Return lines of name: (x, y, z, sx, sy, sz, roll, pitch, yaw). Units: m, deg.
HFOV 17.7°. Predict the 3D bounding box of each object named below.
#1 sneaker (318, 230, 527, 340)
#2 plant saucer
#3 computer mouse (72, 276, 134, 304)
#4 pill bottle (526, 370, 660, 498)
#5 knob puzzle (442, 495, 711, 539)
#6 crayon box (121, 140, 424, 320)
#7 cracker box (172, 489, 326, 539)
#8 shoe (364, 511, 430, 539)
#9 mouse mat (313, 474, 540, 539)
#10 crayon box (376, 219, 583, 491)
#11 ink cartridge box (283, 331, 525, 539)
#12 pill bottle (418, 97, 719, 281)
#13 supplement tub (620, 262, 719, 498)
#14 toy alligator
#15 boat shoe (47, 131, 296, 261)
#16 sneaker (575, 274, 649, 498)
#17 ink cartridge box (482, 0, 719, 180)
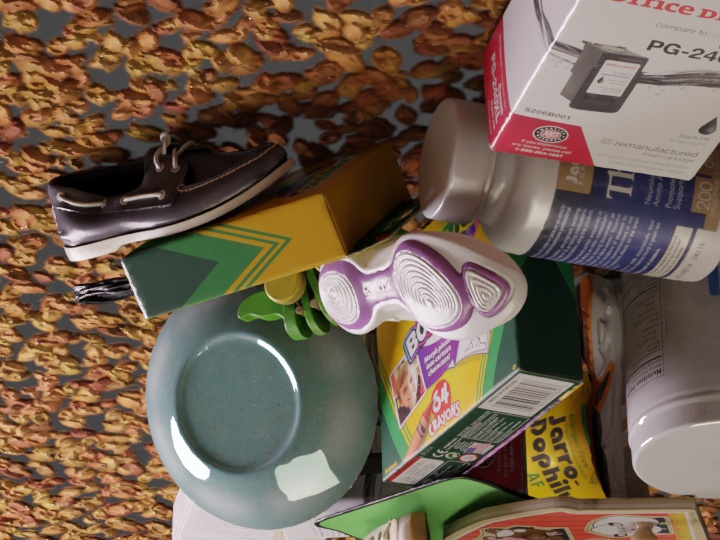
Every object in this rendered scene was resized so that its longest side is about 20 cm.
sneaker: (0.056, -0.002, 1.556, 0.100, 0.075, 0.200, -21, -167, -32)
plant saucer: (-0.085, 0.099, 1.756, 0.201, 0.201, 0.039, -15, 175, 24)
computer mouse: (-0.122, -0.003, 1.734, 0.200, 0.034, 0.059, -8, 171, 10)
pill bottle: (0.203, 0.135, 1.894, 0.200, 0.113, 0.113, -21, 144, 33)
knob puzzle: (0.161, 0.208, 1.747, 0.219, 0.031, 0.220, 2, 161, 1)
crayon box: (-0.051, -0.033, 1.600, 0.200, 0.127, 0.051, -17, 102, 26)
cracker box: (-0.088, 0.198, 2.058, 0.134, 0.058, 0.200, 6, 150, -11)
shoe: (0.026, 0.235, 1.771, 0.053, 0.070, 0.200, -7, 159, -6)
mouse mat: (0.084, 0.197, 1.783, 0.161, 0.008, 0.200, -22, 147, 39)
crayon box: (0.080, 0.041, 1.673, 0.058, 0.173, 0.200, 12, 148, -25)
ink cartridge box: (0.029, 0.127, 1.830, 0.200, 0.145, 0.083, -4, 155, 6)
pill bottle: (0.146, -0.060, 1.561, 0.200, 0.111, 0.111, 9, 149, -15)
supplement tub: (0.253, 0.048, 1.656, 0.132, 0.200, 0.132, 0, 150, 0)
toy alligator: (0.000, 0.000, 1.668, 0.200, 0.054, 0.059, -31, 156, 16)
boat shoe: (-0.137, -0.061, 1.604, 0.200, 0.073, 0.063, -17, 104, 32)
sneaker: (0.221, 0.099, 1.783, 0.092, 0.200, 0.076, -7, -167, -3)
ink cartridge box: (0.175, -0.150, 1.434, 0.145, 0.083, 0.200, 8, 149, -13)
